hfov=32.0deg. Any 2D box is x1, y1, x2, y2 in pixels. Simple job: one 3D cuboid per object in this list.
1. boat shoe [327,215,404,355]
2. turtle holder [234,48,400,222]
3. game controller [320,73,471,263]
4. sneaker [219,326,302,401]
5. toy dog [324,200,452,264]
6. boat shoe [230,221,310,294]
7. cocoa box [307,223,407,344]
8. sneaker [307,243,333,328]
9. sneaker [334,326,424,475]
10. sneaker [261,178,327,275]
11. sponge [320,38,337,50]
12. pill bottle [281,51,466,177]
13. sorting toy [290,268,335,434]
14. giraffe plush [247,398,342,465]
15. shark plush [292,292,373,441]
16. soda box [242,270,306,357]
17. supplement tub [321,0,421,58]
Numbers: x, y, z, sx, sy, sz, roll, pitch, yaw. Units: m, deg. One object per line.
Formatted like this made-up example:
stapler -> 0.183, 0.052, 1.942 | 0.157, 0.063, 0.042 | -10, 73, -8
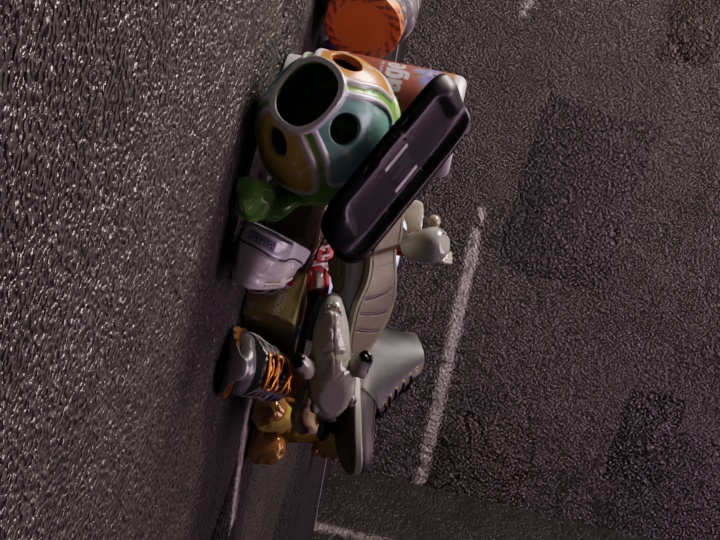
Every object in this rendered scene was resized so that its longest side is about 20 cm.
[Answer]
boat shoe -> 0.000, 0.000, 1.481 | 0.074, 0.068, 0.203 | -4, 111, -51
turtle holder -> -0.052, -0.137, 1.235 | 0.132, 0.183, 0.143 | 49, 17, -68
game controller -> 0.036, -0.099, 1.225 | 0.201, 0.042, 0.105 | -51, 145, -10
sneaker -> -0.110, 0.111, 1.410 | 0.200, 0.076, 0.079 | 50, 54, -84
toy dog -> 0.025, -0.070, 1.543 | 0.132, 0.197, 0.098 | -2, 102, -74
boat shoe -> -0.097, -0.007, 1.294 | 0.066, 0.071, 0.200 | -64, -178, 1
cocoa box -> -0.022, 0.000, 1.823 | 0.132, 0.132, 0.202 | 123, -15, -56
sneaker -> -0.059, -0.007, 1.622 | 0.087, 0.073, 0.203 | 33, -66, 62
sneaker -> 0.028, 0.154, 1.530 | 0.075, 0.105, 0.203 | 131, -36, -57
sneaker -> -0.075, -0.055, 1.423 | 0.071, 0.075, 0.200 | -62, 178, -23
sponge -> 0.007, -0.211, 1.659 | 0.200, 0.029, 0.113 | 44, 28, -56
pill bottle -> 0.010, -0.175, 1.367 | 0.112, 0.197, 0.114 | 12, 90, -87
sorting toy -> -0.054, 0.104, 1.587 | 0.185, 0.036, 0.203 | 58, 45, -82
giraffe plush -> -0.065, 0.216, 1.788 | 0.201, 0.160, 0.174 | 97, 6, -53
shark plush -> -0.027, 0.125, 1.471 | 0.084, 0.089, 0.202 | -102, -178, -48
soda box -> -0.101, 0.069, 1.513 | 0.201, 0.063, 0.069 | 94, 9, -64
supplement tub -> 0.020, -0.357, 1.568 | 0.201, 0.121, 0.124 | -75, 175, -48
